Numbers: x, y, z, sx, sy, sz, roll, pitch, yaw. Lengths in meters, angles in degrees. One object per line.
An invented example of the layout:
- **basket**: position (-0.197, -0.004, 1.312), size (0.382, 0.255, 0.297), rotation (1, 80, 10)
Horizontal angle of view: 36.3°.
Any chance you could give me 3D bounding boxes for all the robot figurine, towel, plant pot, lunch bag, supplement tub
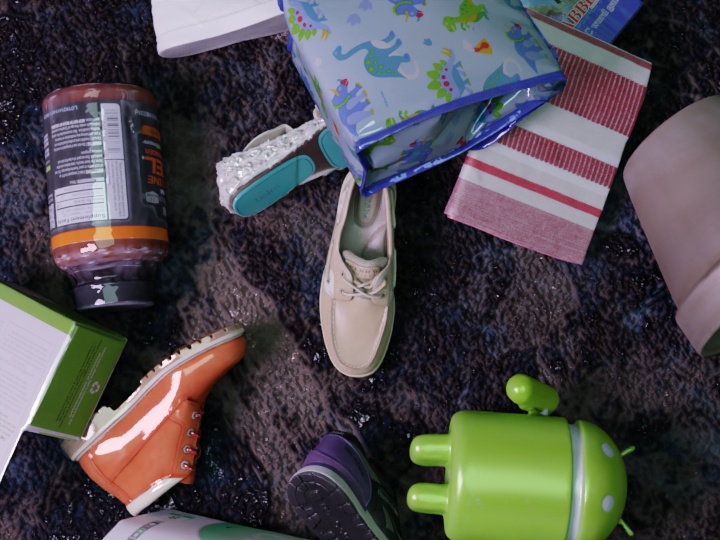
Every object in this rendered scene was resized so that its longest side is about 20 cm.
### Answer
- **robot figurine**: position (0.142, 0.185, 0.966), size (0.199, 0.116, 0.176), rotation (5, 73, 2)
- **towel**: position (0.173, -0.120, 1.008), size (0.144, 0.023, 0.201), rotation (20, 93, -17)
- **plant pot**: position (0.329, -0.052, 0.962), size (0.200, 0.200, 0.174), rotation (-31, 67, -1)
- **lunch bag**: position (0.053, -0.186, 0.947), size (0.199, 0.127, 0.170), rotation (-26, 73, -5)
- **supplement tub**: position (-0.232, -0.064, 1.008), size (0.106, 0.107, 0.201), rotation (-6, 85, 1)

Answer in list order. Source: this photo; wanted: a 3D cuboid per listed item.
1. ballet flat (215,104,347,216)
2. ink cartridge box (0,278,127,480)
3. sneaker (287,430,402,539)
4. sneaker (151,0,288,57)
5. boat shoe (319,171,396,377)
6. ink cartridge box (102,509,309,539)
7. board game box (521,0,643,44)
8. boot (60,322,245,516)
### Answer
- **ballet flat**: position (-0.049, -0.122, 1.030), size (0.199, 0.072, 0.072), rotation (-26, 84, -2)
- **ink cartridge box**: position (-0.321, 0.120, 0.981), size (0.147, 0.076, 0.201), rotation (22, 86, 30)
- **sneaker**: position (0.018, 0.233, 0.987), size (0.076, 0.088, 0.200), rotation (-17, 110, 32)
- **sneaker**: position (-0.107, -0.282, 1.040), size (0.199, 0.074, 0.116), rotation (-13, 87, 2)
- **boat shoe**: position (0.000, 0.000, 1.009), size (0.072, 0.065, 0.201), rotation (6, 92, 1)
- **ink cartridge box**: position (-0.152, 0.245, 0.906), size (0.160, 0.200, 0.050), rotation (7, 87, 24)
- **board game box**: position (0.127, -0.234, 1.044), size (0.199, 0.041, 0.200), rotation (38, 87, 5)
- **boot**: position (-0.166, 0.135, 1.008), size (0.200, 0.075, 0.107), rotation (-41, 88, 6)
